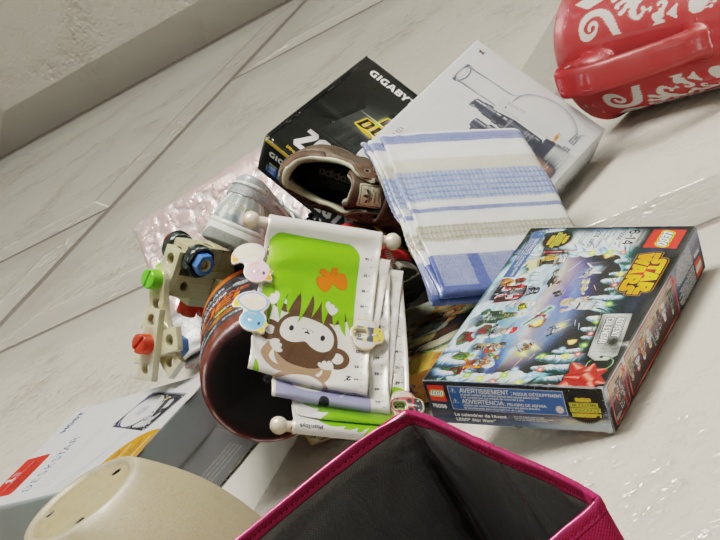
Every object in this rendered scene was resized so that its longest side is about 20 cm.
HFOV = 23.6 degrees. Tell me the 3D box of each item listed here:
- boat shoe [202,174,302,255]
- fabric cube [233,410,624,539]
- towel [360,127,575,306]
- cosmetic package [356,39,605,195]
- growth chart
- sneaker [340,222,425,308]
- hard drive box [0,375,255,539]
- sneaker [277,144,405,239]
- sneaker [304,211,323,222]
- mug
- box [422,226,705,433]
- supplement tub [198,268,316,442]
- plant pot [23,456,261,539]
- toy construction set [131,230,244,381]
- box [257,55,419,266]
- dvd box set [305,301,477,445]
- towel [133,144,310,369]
[{"bbox_3d":[-0.084,-0.043,1.483,0.202,0.074,0.065,13,-81,-79],"label":"boat shoe"},{"bbox_3d":[0.032,0.207,0.717,0.196,0.200,0.200,-37,17,-13],"label":"fabric cube"},{"bbox_3d":[0.094,-0.046,1.379,0.145,0.024,0.201,-5,43,-17],"label":"towel"},{"bbox_3d":[0.106,-0.102,1.550,0.200,0.150,0.052,-45,-17,-35],"label":"cosmetic package"},{"bbox_3d":[-0.024,0.043,1.288,0.143,0.202,0.018,1,-32,-14],"label":"growth chart"},{"bbox_3d":[0.000,0.000,1.437,0.076,0.086,0.200,-24,-5,-8],"label":"sneaker"},{"bbox_3d":[-0.210,0.178,1.475,0.199,0.077,0.156,-18,21,42],"label":"hard drive box"},{"bbox_3d":[0.023,-0.057,1.447,0.198,0.071,0.075,13,15,20],"label":"sneaker"},{"bbox_3d":[-0.017,-0.072,1.665,0.198,0.113,0.073,-16,11,-13],"label":"sneaker"},{"bbox_3d":[0.285,-0.202,1.572,0.199,0.133,0.178,-6,48,49],"label":"mug"},{"bbox_3d":[0.146,0.036,1.208,0.136,0.040,0.200,0,33,31],"label":"box"},{"bbox_3d":[-0.079,0.059,1.396,0.106,0.107,0.200,-32,14,3],"label":"supplement tub"},{"bbox_3d":[-0.155,0.208,1.181,0.199,0.135,0.201,-31,16,9],"label":"plant pot"},{"bbox_3d":[-0.138,0.039,1.540,0.092,0.132,0.199,26,14,28],"label":"toy construction set"},{"bbox_3d":[0.029,-0.090,1.583,0.160,0.200,0.050,-42,-16,-35],"label":"box"},{"bbox_3d":[0.055,0.063,1.382,0.199,0.030,0.146,-23,17,32],"label":"dvd box set"},{"bbox_3d":[-0.128,-0.021,1.767,0.199,0.032,0.192,-30,58,12],"label":"towel"}]
